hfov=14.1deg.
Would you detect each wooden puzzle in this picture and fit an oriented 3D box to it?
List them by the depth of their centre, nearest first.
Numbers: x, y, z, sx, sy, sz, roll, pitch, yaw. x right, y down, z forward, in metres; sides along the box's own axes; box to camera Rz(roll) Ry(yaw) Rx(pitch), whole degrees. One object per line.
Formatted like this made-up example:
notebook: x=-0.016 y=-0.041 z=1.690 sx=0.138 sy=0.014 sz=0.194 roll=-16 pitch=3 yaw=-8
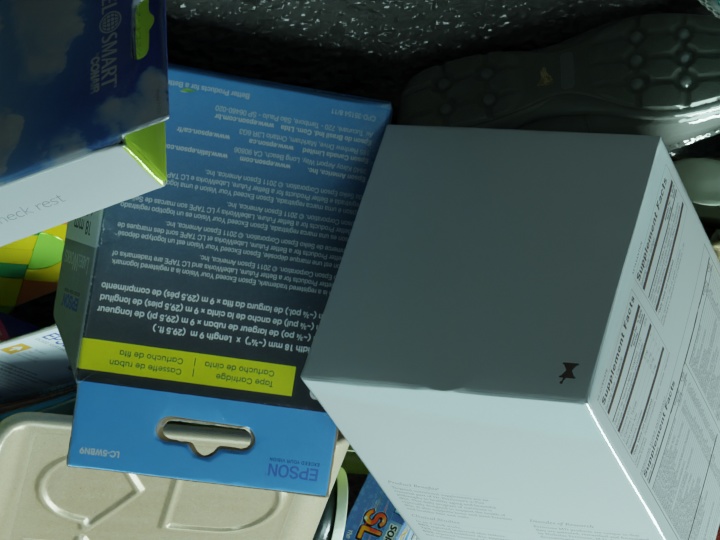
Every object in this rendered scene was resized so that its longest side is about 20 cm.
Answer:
wooden puzzle: x=-0.121 y=0.134 z=1.610 sx=0.199 sy=0.046 sz=0.185 roll=2 pitch=139 yaw=-17

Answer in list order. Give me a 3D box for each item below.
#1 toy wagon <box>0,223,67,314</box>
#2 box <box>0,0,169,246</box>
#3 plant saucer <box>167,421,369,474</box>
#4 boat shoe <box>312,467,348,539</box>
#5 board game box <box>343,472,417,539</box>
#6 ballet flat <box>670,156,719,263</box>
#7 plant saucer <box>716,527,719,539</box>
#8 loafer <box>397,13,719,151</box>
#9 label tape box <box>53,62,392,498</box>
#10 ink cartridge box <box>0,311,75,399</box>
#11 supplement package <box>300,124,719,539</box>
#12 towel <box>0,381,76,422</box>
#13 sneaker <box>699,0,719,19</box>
toy wagon: x=-0.236 y=-0.029 z=1.516 sx=0.199 sy=0.040 sz=0.155 roll=4 pitch=147 yaw=-17
box: x=-0.168 y=-0.074 z=1.376 sx=0.200 sy=0.122 sz=0.048 roll=-19 pitch=142 yaw=19
plant saucer: x=-0.032 y=0.096 z=1.704 sx=0.199 sy=0.031 sz=0.200 roll=5 pitch=172 yaw=1
boat shoe: x=-0.065 y=0.150 z=1.731 sx=0.066 sy=0.075 sz=0.199 roll=12 pitch=169 yaw=-18
board game box: x=0.002 y=0.202 z=1.796 sx=0.034 sy=0.136 sz=0.200 roll=25 pitch=172 yaw=11
ballet flat: x=0.154 y=-0.039 z=1.507 sx=0.200 sy=0.071 sz=0.065 roll=2 pitch=150 yaw=40
plant saucer: x=0.171 y=0.169 z=1.848 sx=0.200 sy=0.037 sz=0.199 roll=4 pitch=163 yaw=40
loafer: x=0.119 y=-0.081 z=1.471 sx=0.200 sy=0.070 sz=0.070 roll=-6 pitch=145 yaw=17
label tape box: x=-0.074 y=0.002 z=1.450 sx=0.144 sy=0.201 sz=0.063 roll=9 pitch=-178 yaw=-23
ink cartridge box: x=-0.213 y=0.060 z=1.619 sx=0.200 sy=0.043 sz=0.196 roll=-19 pitch=162 yaw=16
supplement package: x=0.092 y=0.046 z=1.455 sx=0.151 sy=0.151 sz=0.200 roll=4 pitch=149 yaw=27
towel: x=-0.170 y=0.134 z=1.649 sx=0.146 sy=0.022 sz=0.200 roll=-15 pitch=139 yaw=6
sneaker: x=0.214 y=-0.125 z=1.395 sx=0.200 sy=0.091 sz=0.078 roll=17 pitch=141 yaw=-33
